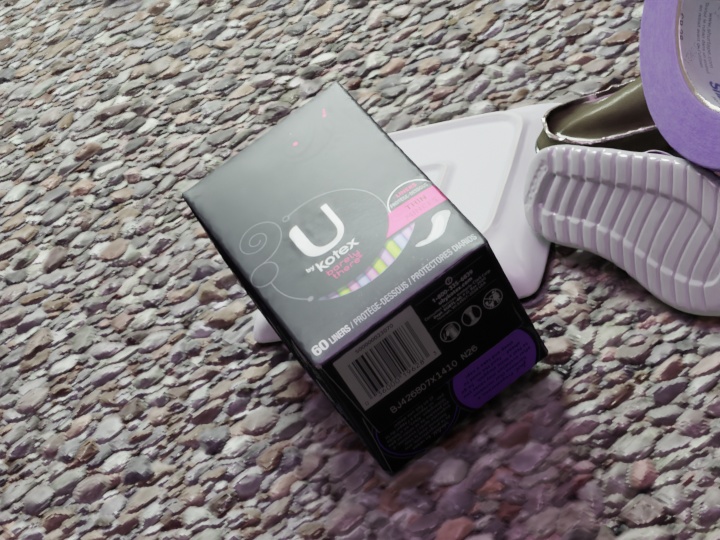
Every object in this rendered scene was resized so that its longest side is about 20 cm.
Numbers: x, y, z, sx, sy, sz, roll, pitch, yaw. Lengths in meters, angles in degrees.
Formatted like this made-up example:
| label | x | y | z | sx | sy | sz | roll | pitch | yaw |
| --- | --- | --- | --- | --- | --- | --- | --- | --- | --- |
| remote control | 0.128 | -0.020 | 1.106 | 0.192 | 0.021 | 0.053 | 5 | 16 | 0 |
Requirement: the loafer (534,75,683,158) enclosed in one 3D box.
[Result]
| label | x | y | z | sx | sy | sz | roll | pitch | yaw |
| --- | --- | --- | --- | --- | --- | --- | --- | --- | --- |
| loafer | 0.200 | -0.113 | 1.403 | 0.199 | 0.070 | 0.075 | -15 | 33 | 16 |

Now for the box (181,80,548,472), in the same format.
| label | x | y | z | sx | sy | sz | roll | pitch | yaw |
| --- | --- | --- | --- | --- | --- | --- | --- | --- | --- |
| box | 0.000 | 0.000 | 1.319 | 0.122 | 0.106 | 0.200 | -36 | 42 | -5 |

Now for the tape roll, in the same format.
| label | x | y | z | sx | sy | sz | roll | pitch | yaw |
| --- | --- | --- | --- | --- | --- | --- | --- | --- | --- |
| tape roll | 0.245 | -0.146 | 1.258 | 0.200 | 0.065 | 0.201 | -29 | 54 | 50 |

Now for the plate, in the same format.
| label | x | y | z | sx | sy | sz | roll | pitch | yaw |
| --- | --- | --- | --- | --- | --- | --- | --- | --- | --- |
| plate | 0.035 | -0.041 | 1.459 | 0.199 | 0.032 | 0.200 | -11 | 36 | 24 |

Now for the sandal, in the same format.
| label | x | y | z | sx | sy | sz | roll | pitch | yaw |
| --- | --- | --- | --- | --- | --- | --- | --- | --- | --- |
| sandal | 0.175 | -0.034 | 1.321 | 0.050 | 0.083 | 0.202 | -3 | 21 | -37 |
